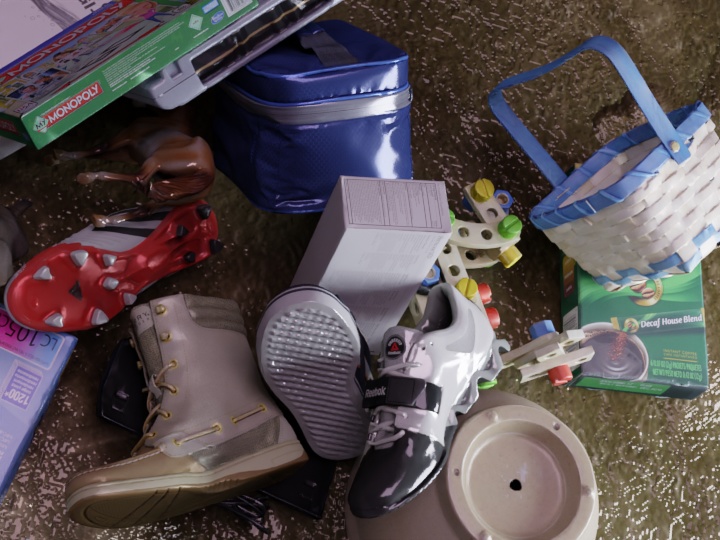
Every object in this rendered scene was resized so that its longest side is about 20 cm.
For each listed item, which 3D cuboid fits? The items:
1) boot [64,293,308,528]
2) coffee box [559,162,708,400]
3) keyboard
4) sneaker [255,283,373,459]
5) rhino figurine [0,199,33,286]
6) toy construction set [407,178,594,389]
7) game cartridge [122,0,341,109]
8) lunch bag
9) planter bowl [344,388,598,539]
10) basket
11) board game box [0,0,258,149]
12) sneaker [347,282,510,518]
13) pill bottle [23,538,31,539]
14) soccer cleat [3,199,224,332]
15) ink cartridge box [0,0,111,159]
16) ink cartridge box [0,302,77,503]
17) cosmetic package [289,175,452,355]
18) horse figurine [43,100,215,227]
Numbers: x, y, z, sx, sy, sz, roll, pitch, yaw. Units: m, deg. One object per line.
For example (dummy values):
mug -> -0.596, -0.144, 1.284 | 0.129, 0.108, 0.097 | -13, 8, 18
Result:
boot -> -0.146, 0.099, 1.107 | 0.200, 0.072, 0.155 | -9, 68, -41
coffee box -> 0.237, 0.008, 1.321 | 0.123, 0.044, 0.200 | 8, 67, -13
keyboard -> -0.117, 0.137, 1.174 | 0.200, 0.040, 0.104 | 27, 52, -12
sneaker -> -0.035, 0.061, 1.139 | 0.078, 0.200, 0.079 | -11, 51, 2
rhino figurine -> -0.289, -0.027, 1.115 | 0.087, 0.200, 0.060 | 20, 104, -8
toy construction set -> 0.104, 0.022, 1.249 | 0.131, 0.092, 0.200 | -12, 56, -23
game cartridge -> -0.106, -0.193, 1.169 | 0.200, 0.133, 0.040 | -36, 122, -18
lunch bag -> -0.043, -0.138, 1.206 | 0.136, 0.200, 0.132 | -8, 113, -21
planter bowl -> 0.101, 0.177, 1.165 | 0.200, 0.135, 0.200 | 6, 68, -14
basket -> 0.204, -0.089, 1.236 | 0.139, 0.176, 0.200 | -46, 103, -22
board game box -> -0.189, -0.161, 1.117 | 0.200, 0.135, 0.029 | -38, 120, -22
sneaker -> 0.032, 0.091, 1.109 | 0.089, 0.074, 0.200 | 54, 47, -24
pill bottle -> -0.174, 0.278, 1.053 | 0.200, 0.113, 0.113 | 32, 64, -3
soccer cleat -> -0.196, -0.006, 1.156 | 0.200, 0.085, 0.069 | -30, 113, -39
ink cartridge box -> -0.267, -0.196, 1.226 | 0.200, 0.085, 0.146 | -35, 83, -27
ink cartridge box -> -0.311, 0.116, 1.097 | 0.136, 0.076, 0.200 | 25, 66, -6
cosmetic package -> 0.000, 0.000, 1.164 | 0.083, 0.200, 0.051 | 4, 59, -16
horse figurine -> -0.167, -0.088, 1.190 | 0.133, 0.200, 0.050 | -16, 119, -21
